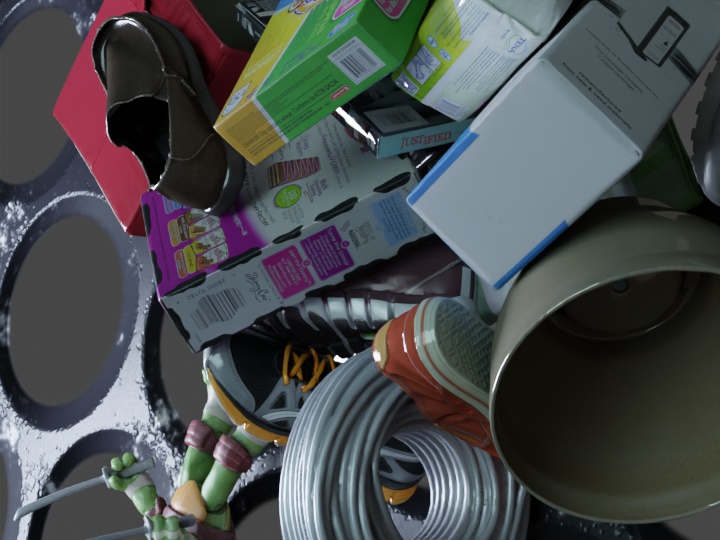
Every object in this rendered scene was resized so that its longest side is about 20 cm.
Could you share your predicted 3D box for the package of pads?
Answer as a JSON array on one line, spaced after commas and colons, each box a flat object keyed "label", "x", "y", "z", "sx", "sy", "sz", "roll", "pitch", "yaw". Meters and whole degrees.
[{"label": "package of pads", "x": 0.109, "y": -0.204, "z": 0.947, "sx": 0.201, "sy": 0.068, "sz": 0.154, "roll": -59, "pitch": 5, "yaw": -21}]

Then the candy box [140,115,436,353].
[{"label": "candy box", "x": -0.053, "y": -0.042, "z": 1.096, "sx": 0.198, "sy": 0.061, "sz": 0.137, "roll": -26, "pitch": 38, "yaw": 5}]

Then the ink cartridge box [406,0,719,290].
[{"label": "ink cartridge box", "x": 0.134, "y": -0.101, "z": 0.939, "sx": 0.084, "sy": 0.200, "sz": 0.146, "roll": 42, "pitch": 132, "yaw": -1}]

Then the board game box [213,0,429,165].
[{"label": "board game box", "x": -0.008, "y": -0.178, "z": 1.012, "sx": 0.152, "sy": 0.040, "sz": 0.201, "roll": -30, "pitch": 29, "yaw": 42}]

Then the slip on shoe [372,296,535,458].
[{"label": "slip on shoe", "x": 0.077, "y": 0.082, "z": 0.998, "sx": 0.061, "sy": 0.200, "sz": 0.075, "roll": -14, "pitch": 52, "yaw": 32}]

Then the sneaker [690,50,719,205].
[{"label": "sneaker", "x": 0.277, "y": -0.128, "z": 0.951, "sx": 0.080, "sy": 0.076, "sz": 0.202, "roll": 30, "pitch": 104, "yaw": 33}]

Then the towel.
[{"label": "towel", "x": 0.143, "y": -0.065, "z": 1.096, "sx": 0.199, "sy": 0.031, "sz": 0.151, "roll": -31, "pitch": 63, "yaw": 33}]

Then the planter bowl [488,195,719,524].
[{"label": "planter bowl", "x": 0.171, "y": 0.038, "z": 0.948, "sx": 0.200, "sy": 0.199, "sz": 0.135, "roll": -46, "pitch": 28, "yaw": 26}]

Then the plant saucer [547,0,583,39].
[{"label": "plant saucer", "x": 0.194, "y": -0.238, "z": 1.048, "sx": 0.198, "sy": 0.029, "sz": 0.203, "roll": -6, "pitch": 78, "yaw": 29}]

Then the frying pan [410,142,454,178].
[{"label": "frying pan", "x": 0.022, "y": -0.078, "z": 1.187, "sx": 0.191, "sy": 0.031, "sz": 0.116, "roll": -57, "pitch": 44, "yaw": 33}]

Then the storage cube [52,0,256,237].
[{"label": "storage cube", "x": -0.121, "y": -0.141, "z": 1.248, "sx": 0.171, "sy": 0.199, "sz": 0.181, "roll": 52, "pitch": 122, "yaw": 36}]

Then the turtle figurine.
[{"label": "turtle figurine", "x": -0.162, "y": 0.171, "z": 1.233, "sx": 0.199, "sy": 0.144, "sz": 0.195, "roll": 29, "pitch": 81, "yaw": 1}]

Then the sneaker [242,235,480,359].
[{"label": "sneaker", "x": 0.000, "y": 0.000, "z": 1.121, "sx": 0.197, "sy": 0.076, "sz": 0.117, "roll": 2, "pitch": 61, "yaw": 19}]

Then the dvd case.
[{"label": "dvd case", "x": 0.017, "y": -0.153, "z": 1.118, "sx": 0.200, "sy": 0.145, "sz": 0.022, "roll": 45, "pitch": 137, "yaw": 39}]

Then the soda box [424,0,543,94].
[{"label": "soda box", "x": 0.077, "y": -0.230, "z": 1.091, "sx": 0.068, "sy": 0.063, "sz": 0.202, "roll": 127, "pitch": 143, "yaw": -56}]

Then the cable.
[{"label": "cable", "x": 0.033, "y": 0.147, "z": 1.031, "sx": 0.069, "sy": 0.198, "sz": 0.203, "roll": -11, "pitch": 71, "yaw": 50}]

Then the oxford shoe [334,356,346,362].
[{"label": "oxford shoe", "x": 0.012, "y": 0.063, "z": 1.179, "sx": 0.199, "sy": 0.070, "sz": 0.076, "roll": 22, "pitch": 132, "yaw": 37}]

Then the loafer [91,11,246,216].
[{"label": "loafer", "x": -0.150, "y": -0.122, "z": 1.090, "sx": 0.200, "sy": 0.070, "sz": 0.073, "roll": 53, "pitch": 122, "yaw": 37}]

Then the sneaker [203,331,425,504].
[{"label": "sneaker", "x": -0.024, "y": 0.093, "z": 1.112, "sx": 0.077, "sy": 0.199, "sz": 0.079, "roll": -47, "pitch": 23, "yaw": 33}]
